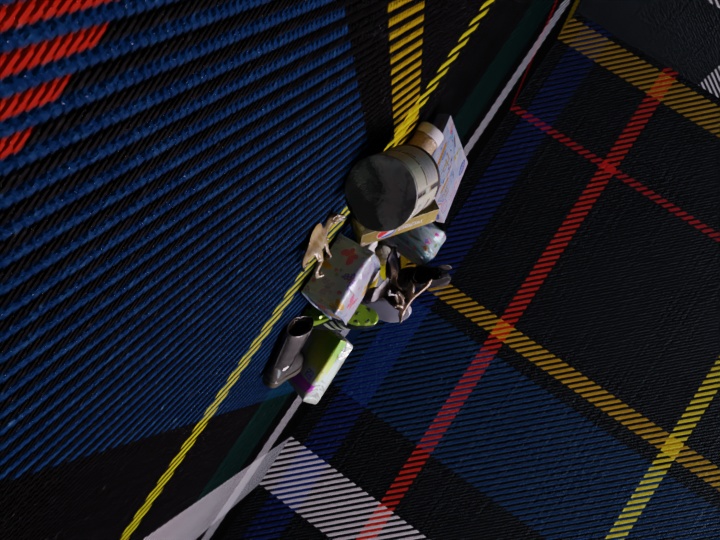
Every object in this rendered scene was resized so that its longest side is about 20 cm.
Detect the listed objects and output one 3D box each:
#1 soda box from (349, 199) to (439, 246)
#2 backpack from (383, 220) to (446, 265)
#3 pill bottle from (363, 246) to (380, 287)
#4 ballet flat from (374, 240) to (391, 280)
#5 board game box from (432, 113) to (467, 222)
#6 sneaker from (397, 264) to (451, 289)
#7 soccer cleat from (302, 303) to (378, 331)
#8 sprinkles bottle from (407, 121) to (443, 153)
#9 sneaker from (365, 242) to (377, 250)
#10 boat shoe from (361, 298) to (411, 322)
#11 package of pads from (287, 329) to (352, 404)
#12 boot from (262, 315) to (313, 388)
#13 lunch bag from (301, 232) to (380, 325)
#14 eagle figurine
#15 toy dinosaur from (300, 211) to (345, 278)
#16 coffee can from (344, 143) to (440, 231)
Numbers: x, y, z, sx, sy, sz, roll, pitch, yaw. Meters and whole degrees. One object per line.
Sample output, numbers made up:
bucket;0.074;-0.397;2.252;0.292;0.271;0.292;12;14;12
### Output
soda box;0.079;-0.124;1.557;0.198;0.064;0.068;-20;162;-13
backpack;0.124;-0.109;1.755;0.127;0.199;0.167;-53;173;-3
pill bottle;0.000;0.000;1.798;0.105;0.104;0.200;-54;173;-13
ballet flat;0.066;-0.073;1.848;0.067;0.066;0.202;29;61;-56
board game box;0.208;-0.262;1.741;0.201;0.041;0.200;-66;149;-20
sneaker;0.152;0.013;1.717;0.104;0.198;0.061;17;74;-59
soccer cleat;-0.048;0.123;1.712;0.081;0.198;0.068;70;25;-58
sprinkles bottle;0.118;-0.256;1.598;0.201;0.068;0.068;-56;173;-6
sneaker;0.072;-0.098;1.925;0.201;0.086;0.075;-54;174;-11
boat shoe;0.052;0.090;1.807;0.086;0.200;0.075;-55;131;-48
package of pads;-0.126;0.240;1.848;0.068;0.154;0.201;27;99;-44
boot;-0.169;0.190;1.714;0.182;0.072;0.201;-48;162;-59
lunch bag;-0.042;0.029;1.583;0.170;0.126;0.200;-57;163;-7
eagle figurine;0.071;0.041;1.659;0.150;0.200;0.152;-20;125;-17
toy dinosaur;-0.091;-0.039;1.298;0.201;0.058;0.102;-60;163;-45
coffee can;0.068;-0.170;1.344;0.147;0.146;0.200;-59;172;23
